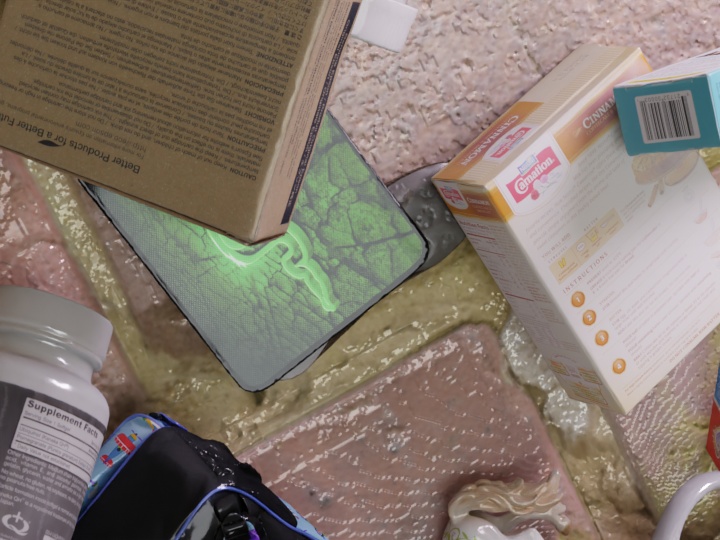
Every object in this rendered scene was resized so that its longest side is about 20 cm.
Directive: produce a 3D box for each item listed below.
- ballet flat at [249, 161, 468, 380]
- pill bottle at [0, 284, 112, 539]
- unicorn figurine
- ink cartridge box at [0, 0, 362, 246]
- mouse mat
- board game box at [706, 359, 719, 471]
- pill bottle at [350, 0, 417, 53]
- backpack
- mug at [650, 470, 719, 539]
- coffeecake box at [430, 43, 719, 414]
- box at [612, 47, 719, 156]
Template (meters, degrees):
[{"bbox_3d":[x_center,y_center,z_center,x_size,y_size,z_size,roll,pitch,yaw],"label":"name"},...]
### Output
[{"bbox_3d":[0.000,0.000,1.439,0.200,0.046,0.067,-45,98,-8],"label":"ballet flat"},{"bbox_3d":[-0.223,0.116,1.332,0.111,0.111,0.200,23,72,-23],"label":"pill bottle"},{"bbox_3d":[0.088,0.243,1.526,0.137,0.074,0.200,0,89,-18],"label":"unicorn figurine"},{"bbox_3d":[-0.119,-0.126,1.292,0.200,0.075,0.165,21,100,13],"label":"ink cartridge box"},{"bbox_3d":[-0.069,-0.040,1.394,0.161,0.008,0.200,-39,99,-6],"label":"mouse mat"},{"bbox_3d":[0.357,0.068,1.541,0.200,0.040,0.153,-14,135,-14],"label":"board game box"},{"bbox_3d":[0.019,-0.247,1.335,0.109,0.110,0.200,19,98,-22],"label":"pill bottle"},{"bbox_3d":[-0.109,0.212,1.410,0.183,0.135,0.200,-51,137,2],"label":"backpack"},{"bbox_3d":[0.249,0.244,1.524,0.175,0.148,0.200,19,82,-32],"label":"mug"},{"bbox_3d":[0.166,-0.029,1.448,0.153,0.073,0.200,-41,114,-18],"label":"coffeecake box"},{"bbox_3d":[0.264,-0.126,1.418,0.200,0.082,0.049,-22,102,-41],"label":"box"}]
